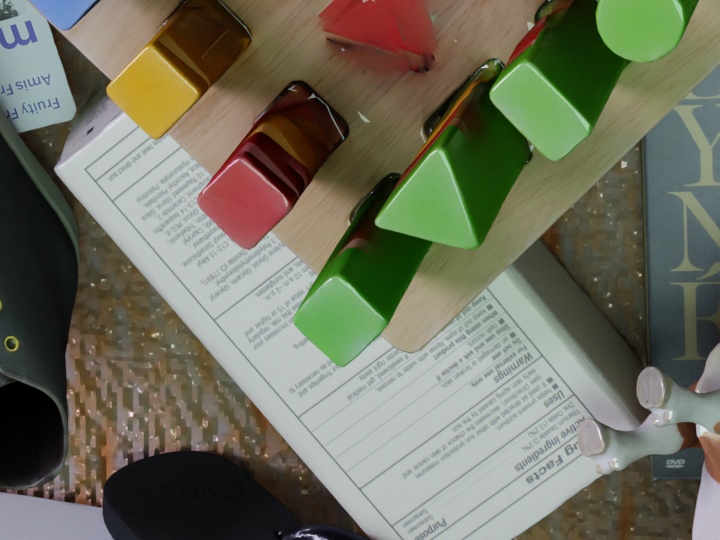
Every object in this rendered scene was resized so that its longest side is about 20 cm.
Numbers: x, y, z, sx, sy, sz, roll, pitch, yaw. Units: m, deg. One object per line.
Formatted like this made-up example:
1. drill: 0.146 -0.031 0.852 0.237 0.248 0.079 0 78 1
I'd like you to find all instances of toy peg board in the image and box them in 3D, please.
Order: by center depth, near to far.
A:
1. toy peg board: 0.001 -0.090 0.893 0.199 0.098 0.200 43 115 -6

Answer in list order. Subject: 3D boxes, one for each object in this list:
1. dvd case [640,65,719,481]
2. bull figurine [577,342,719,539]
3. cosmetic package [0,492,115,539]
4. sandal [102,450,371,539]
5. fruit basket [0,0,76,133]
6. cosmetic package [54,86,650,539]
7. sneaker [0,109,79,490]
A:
1. dvd case: 0.171 -0.022 1.044 0.148 0.016 0.201 -2 110 4
2. bull figurine: 0.133 0.074 1.002 0.121 0.065 0.201 -6 92 -32
3. cosmetic package: -0.101 0.144 1.069 0.199 0.113 0.082 10 117 -3
4. sandal: -0.022 0.110 1.020 0.075 0.200 0.045 -17 130 -35
5. fruit basket: -0.210 -0.113 0.992 0.184 0.094 0.201 -13 113 8
6. cosmetic package: 0.000 0.000 1.032 0.103 0.073 0.200 -36 105 14
7. sneaker: -0.148 -0.018 0.974 0.075 0.107 0.200 -28 135 16
